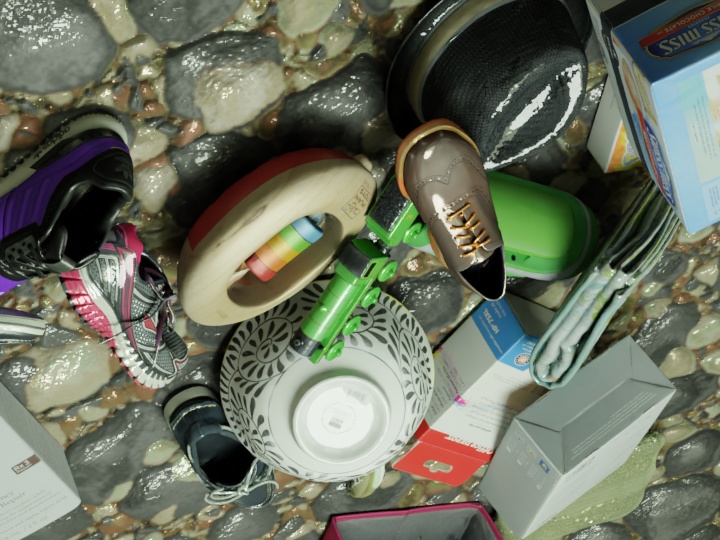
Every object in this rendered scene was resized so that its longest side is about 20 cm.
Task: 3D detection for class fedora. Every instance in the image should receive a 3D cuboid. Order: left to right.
[{"bbox_3d":[0.120,-0.152,1.554,0.200,0.092,0.201,-16,139,-14],"label":"fedora"}]

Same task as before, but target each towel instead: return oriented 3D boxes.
[{"bbox_3d":[0.240,0.245,2.102,0.200,0.037,0.148,-14,138,-17],"label":"towel"},{"bbox_3d":[0.232,0.003,1.720,0.171,0.048,0.200,-52,175,-34],"label":"towel"}]

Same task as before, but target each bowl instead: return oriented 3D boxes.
[{"bbox_3d":[-0.023,0.118,1.699,0.201,0.094,0.201,-3,111,-9],"label":"bowl"}]

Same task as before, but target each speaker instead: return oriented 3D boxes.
[{"bbox_3d":[0.119,-0.045,1.678,0.200,0.088,0.088,13,126,-39],"label":"speaker"}]

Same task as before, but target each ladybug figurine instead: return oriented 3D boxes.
[{"bbox_3d":[-0.075,-0.036,1.578,0.200,0.072,0.136,-37,149,4],"label":"ladybug figurine"}]

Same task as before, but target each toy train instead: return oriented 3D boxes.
[{"bbox_3d":[0.000,0.000,1.597,0.200,0.042,0.056,-57,158,20],"label":"toy train"}]

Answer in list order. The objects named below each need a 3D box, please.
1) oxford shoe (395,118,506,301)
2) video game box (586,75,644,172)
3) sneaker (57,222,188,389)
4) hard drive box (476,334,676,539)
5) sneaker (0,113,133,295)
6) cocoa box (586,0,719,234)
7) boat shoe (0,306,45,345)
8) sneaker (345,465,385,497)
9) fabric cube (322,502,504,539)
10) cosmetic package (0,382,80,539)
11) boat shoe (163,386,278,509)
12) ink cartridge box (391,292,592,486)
[{"bbox_3d":[0.084,-0.048,1.523,0.071,0.073,0.200,-32,144,-1],"label":"oxford shoe"},{"bbox_3d":[0.309,-0.183,1.670,0.182,0.047,0.200,-8,137,-19],"label":"video game box"},{"bbox_3d":[-0.185,0.033,1.580,0.075,0.081,0.200,-28,148,2],"label":"sneaker"},{"bbox_3d":[0.215,0.172,1.900,0.156,0.077,0.200,-33,162,-22],"label":"hard drive box"},{"bbox_3d":[-0.251,-0.027,1.469,0.200,0.100,0.070,-43,137,17],"label":"sneaker"},{"bbox_3d":[0.286,-0.155,1.550,0.133,0.131,0.200,-25,140,1],"label":"cocoa box"},{"bbox_3d":[-0.354,0.062,1.519,0.200,0.075,0.062,-6,98,-18],"label":"boat shoe"},{"bbox_3d":[-0.026,0.146,1.824,0.089,0.077,0.200,-9,131,-7],"label":"sneaker"},{"bbox_3d":[0.055,0.394,2.031,0.200,0.196,0.199,-1,134,-29],"label":"fabric cube"},{"bbox_3d":[-0.336,0.157,1.645,0.102,0.074,0.200,-30,142,2],"label":"cosmetic package"},{"bbox_3d":[-0.125,0.184,1.803,0.075,0.062,0.200,-27,141,-4],"label":"boat shoe"},{"bbox_3d":[0.117,0.120,1.869,0.116,0.067,0.200,22,120,-45],"label":"ink cartridge box"}]
